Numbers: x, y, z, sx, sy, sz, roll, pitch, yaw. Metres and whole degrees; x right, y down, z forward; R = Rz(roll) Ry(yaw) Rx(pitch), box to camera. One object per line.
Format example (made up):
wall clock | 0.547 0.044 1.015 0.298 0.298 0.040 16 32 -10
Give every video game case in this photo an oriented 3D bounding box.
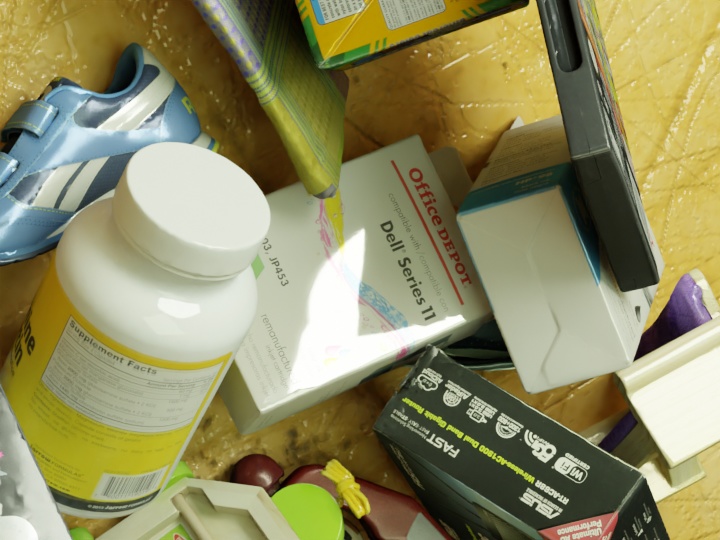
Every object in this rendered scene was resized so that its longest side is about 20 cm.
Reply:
video game case | 0.118 -0.105 1.315 0.025 0.200 0.182 -14 68 9

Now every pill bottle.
pill bottle | -0.122 0.031 1.320 0.112 0.112 0.200 5 132 -29

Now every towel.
towel | -0.062 -0.143 1.375 0.023 0.144 0.200 -25 116 18

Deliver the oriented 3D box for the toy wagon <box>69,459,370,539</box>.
toy wagon | -0.080 0.183 1.398 0.200 0.155 0.040 -34 157 -10

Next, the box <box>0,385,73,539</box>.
box | -0.216 0.160 1.285 0.114 0.132 0.201 -20 76 -24

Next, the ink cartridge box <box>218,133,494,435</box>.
ink cartridge box | 0.000 0.000 1.418 0.199 0.067 0.117 -24 81 -19

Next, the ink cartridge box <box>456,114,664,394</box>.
ink cartridge box | 0.123 -0.023 1.449 0.066 0.200 0.116 -18 106 20

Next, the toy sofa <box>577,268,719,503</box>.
toy sofa | 0.175 0.082 1.497 0.083 0.200 0.098 -27 78 -14

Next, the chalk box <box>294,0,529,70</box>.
chalk box | 0.020 -0.188 1.381 0.123 0.200 0.125 -19 92 3

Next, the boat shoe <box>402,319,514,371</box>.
boat shoe | 0.039 0.024 1.486 0.199 0.062 0.073 9 97 -28

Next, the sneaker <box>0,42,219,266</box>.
sneaker | -0.177 -0.056 1.353 0.200 0.074 0.083 -30 106 -27

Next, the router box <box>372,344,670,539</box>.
router box | 0.101 0.137 1.437 0.062 0.150 0.200 -53 154 -12

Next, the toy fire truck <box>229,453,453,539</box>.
toy fire truck | -0.041 0.201 1.453 0.200 0.112 0.168 -45 94 -13
